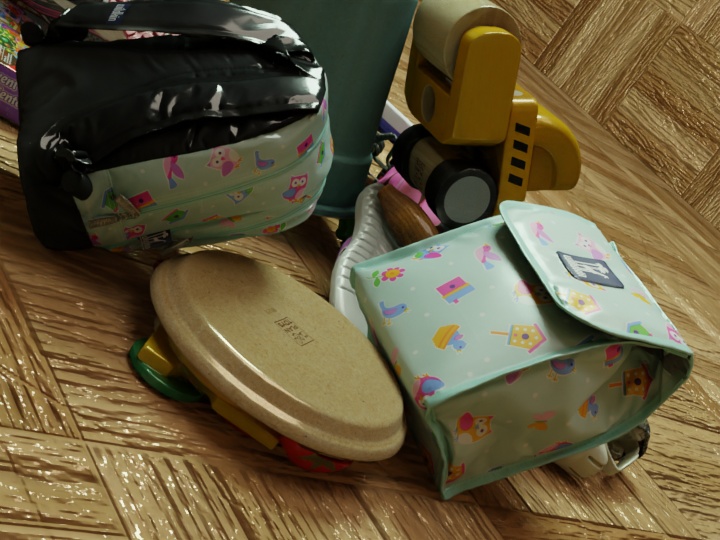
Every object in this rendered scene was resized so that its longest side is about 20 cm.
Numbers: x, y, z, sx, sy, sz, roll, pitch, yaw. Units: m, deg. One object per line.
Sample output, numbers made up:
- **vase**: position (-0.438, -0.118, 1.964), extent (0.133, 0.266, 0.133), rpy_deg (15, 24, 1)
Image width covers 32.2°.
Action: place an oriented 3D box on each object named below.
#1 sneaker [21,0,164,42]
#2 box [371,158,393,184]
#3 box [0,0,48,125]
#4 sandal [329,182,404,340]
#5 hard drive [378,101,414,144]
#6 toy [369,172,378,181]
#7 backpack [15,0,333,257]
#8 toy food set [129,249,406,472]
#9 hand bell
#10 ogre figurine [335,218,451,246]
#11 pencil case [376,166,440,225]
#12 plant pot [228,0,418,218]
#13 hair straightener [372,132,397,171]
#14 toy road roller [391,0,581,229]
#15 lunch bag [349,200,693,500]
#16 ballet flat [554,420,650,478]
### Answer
- **sneaker**: position (-0.191, -0.198, 1.014), extent (0.200, 0.075, 0.081), rpy_deg (42, 52, -3)
- **box**: position (0.082, -0.075, 1.406), extent (0.136, 0.038, 0.200), rpy_deg (37, 17, -1)
- **box**: position (-0.299, -0.189, 0.967), extent (0.136, 0.039, 0.200), rpy_deg (28, 19, -24)
- **sandal**: position (0.005, 0.005, 1.032), extent (0.083, 0.050, 0.203), rpy_deg (47, 32, -19)
- **hard drive**: position (0.018, -0.168, 1.329), extent (0.200, 0.025, 0.132), rpy_deg (40, 3, -25)
- **toy**: position (-0.078, -0.150, 1.266), extent (0.200, 0.047, 0.115), rpy_deg (41, 5, -20)
- **backpack**: position (-0.117, -0.091, 0.812), extent (0.198, 0.127, 0.168), rpy_deg (-9, 53, -8)
- **toy food set**: position (-0.055, 0.055, 0.798), extent (0.197, 0.049, 0.200), rpy_deg (35, 18, -4)
- **hand bell**: position (0.076, 0.009, 1.023), extent (0.201, 0.104, 0.104), rpy_deg (52, 21, 17)
- **ogre figurine**: position (0.088, -0.015, 1.155), extent (0.198, 0.099, 0.120), rpy_deg (-6, 3, 15)
- **pencil case**: position (0.103, -0.039, 1.261), extent (0.199, 0.094, 0.091), rpy_deg (32, 32, -7)
- **plant pot**: position (-0.053, -0.179, 1.093), extent (0.198, 0.198, 0.200), rpy_deg (21, 17, -7)
- **hair straightener**: position (-0.008, -0.149, 1.252), extent (0.077, 0.041, 0.200), rpy_deg (40, -2, -37)
- **toy road roller**: position (0.118, -0.137, 1.079), extent (0.144, 0.202, 0.123), rpy_deg (-3, 26, -19)
- **lunch bag**: position (0.113, 0.043, 0.880), extent (0.171, 0.198, 0.123), rpy_deg (-118, -170, -51)
- **ballet flat**: position (0.191, 0.138, 1.037), extent (0.199, 0.072, 0.072), rpy_deg (10, 31, -53)
